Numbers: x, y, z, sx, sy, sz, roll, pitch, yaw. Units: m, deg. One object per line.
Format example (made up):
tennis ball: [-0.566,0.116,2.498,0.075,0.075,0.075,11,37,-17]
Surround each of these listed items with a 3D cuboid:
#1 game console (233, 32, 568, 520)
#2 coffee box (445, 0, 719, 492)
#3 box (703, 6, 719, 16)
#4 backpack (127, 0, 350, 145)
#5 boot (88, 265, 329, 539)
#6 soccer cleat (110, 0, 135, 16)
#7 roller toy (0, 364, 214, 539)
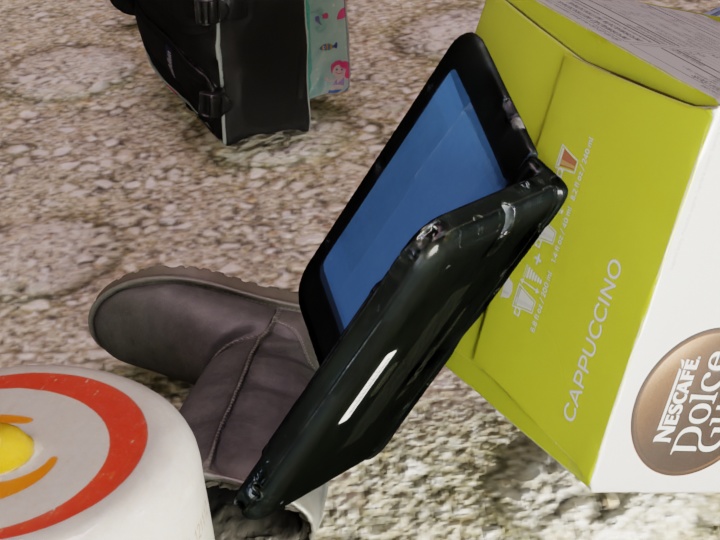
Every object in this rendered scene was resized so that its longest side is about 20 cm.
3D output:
game console: [0.000,0.000,0.971,0.116,0.200,0.176,44,35,16]
coffee box: [0.166,-0.018,1.007,0.197,0.200,0.200,4,22,-32]
box: [0.339,-0.157,1.459,0.137,0.040,0.200,-26,34,-31]
backpack: [-0.099,-0.208,1.483,0.150,0.178,0.200,-19,33,-26]
boot: [-0.091,0.079,1.081,0.181,0.073,0.200,2,36,14]
soccer cleat: [-0.117,-0.250,1.683,0.200,0.068,0.081,-8,29,-12]
roller toy: [-0.161,0.133,0.903,0.200,0.140,0.182,-16,30,-19]
